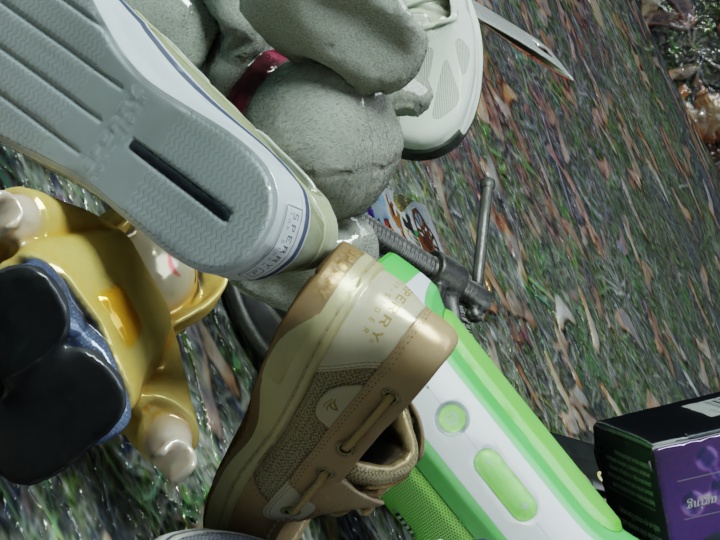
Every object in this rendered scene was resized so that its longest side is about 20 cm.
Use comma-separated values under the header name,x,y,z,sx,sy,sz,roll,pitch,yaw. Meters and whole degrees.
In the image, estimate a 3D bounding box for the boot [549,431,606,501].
name,x,y,z,sx,sy,sz,roll,pitch,yaw
boot,0.122,0.119,1.386,0.204,0.153,0.074,84,18,-84

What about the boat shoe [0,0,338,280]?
name,x,y,z,sx,sy,sz,roll,pitch,yaw
boat shoe,-0.090,-0.058,1.018,0.200,0.072,0.062,43,8,26

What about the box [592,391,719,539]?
name,x,y,z,sx,sy,sz,roll,pitch,yaw
box,0.209,0.156,1.295,0.104,0.147,0.201,-165,-118,-79

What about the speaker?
name,x,y,z,sx,sy,sz,roll,pitch,yaw
speaker,0.049,0.091,1.238,0.200,0.088,0.088,51,14,1

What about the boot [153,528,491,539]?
name,x,y,z,sx,sy,sz,roll,pitch,yaw
boot,0.001,0.127,1.050,0.200,0.090,0.073,21,45,-51

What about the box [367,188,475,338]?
name,x,y,z,sx,sy,sz,roll,pitch,yaw
box,0.015,0.021,1.456,0.137,0.038,0.200,69,14,11

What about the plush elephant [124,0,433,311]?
name,x,y,z,sx,sy,sz,roll,pitch,yaw
plush elephant,-0.037,-0.080,1.150,0.154,0.165,0.200,28,32,7

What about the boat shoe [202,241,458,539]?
name,x,y,z,sx,sy,sz,roll,pitch,yaw
boat shoe,-0.012,0.068,1.048,0.071,0.064,0.200,-55,172,-31

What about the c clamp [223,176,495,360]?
name,x,y,z,sx,sy,sz,roll,pitch,yaw
c clamp,0.000,0.000,1.341,0.200,0.027,0.172,26,53,-43

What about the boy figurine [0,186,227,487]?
name,x,y,z,sx,sy,sz,roll,pitch,yaw
boy figurine,-0.094,0.021,0.997,0.125,0.064,0.200,57,17,-2

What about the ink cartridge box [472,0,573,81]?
name,x,y,z,sx,sy,sz,roll,pitch,yaw
ink cartridge box,0.013,-0.142,1.449,0.199,0.051,0.109,31,9,-8

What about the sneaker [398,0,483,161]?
name,x,y,z,sx,sy,sz,roll,pitch,yaw
sneaker,0.017,-0.160,1.310,0.115,0.075,0.202,70,15,-79
